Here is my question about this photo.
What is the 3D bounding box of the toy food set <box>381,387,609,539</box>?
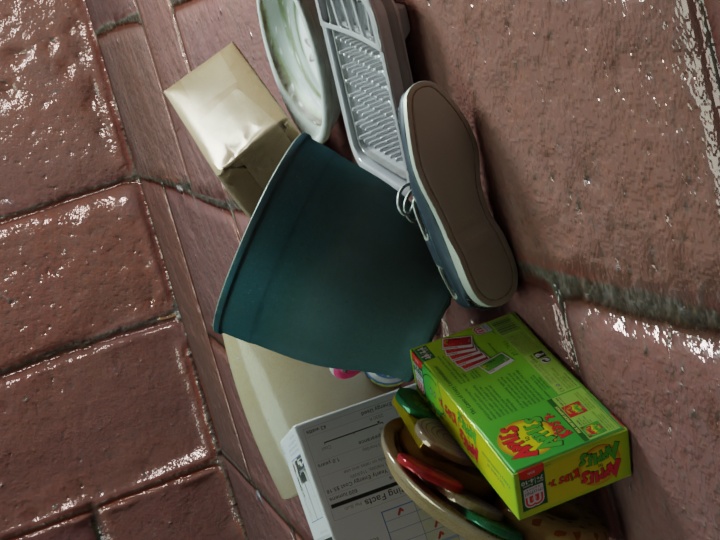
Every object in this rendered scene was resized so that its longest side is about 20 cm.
[{"bbox_3d":[0.105,0.177,1.282,0.049,0.197,0.200,-61,27,16],"label":"toy food set"}]

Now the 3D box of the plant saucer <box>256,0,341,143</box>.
[{"bbox_3d":[-0.054,-0.235,1.596,0.200,0.050,0.201,161,90,-75],"label":"plant saucer"}]

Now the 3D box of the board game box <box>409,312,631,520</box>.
[{"bbox_3d":[0.128,0.114,1.242,0.200,0.101,0.048,-130,25,-56],"label":"board game box"}]

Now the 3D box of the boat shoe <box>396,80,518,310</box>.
[{"bbox_3d":[0.074,-0.062,1.289,0.062,0.075,0.201,-11,106,59],"label":"boat shoe"}]

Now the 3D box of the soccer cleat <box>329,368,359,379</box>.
[{"bbox_3d":[0.009,0.015,1.522,0.086,0.070,0.201,45,123,31],"label":"soccer cleat"}]

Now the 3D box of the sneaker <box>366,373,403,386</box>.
[{"bbox_3d":[0.007,0.026,1.655,0.201,0.074,0.082,59,164,13],"label":"sneaker"}]

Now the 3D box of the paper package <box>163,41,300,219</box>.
[{"bbox_3d":[-0.113,-0.132,1.729,0.191,0.103,0.200,53,180,-44],"label":"paper package"}]

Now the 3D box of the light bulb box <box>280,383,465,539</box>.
[{"bbox_3d":[0.049,0.222,1.477,0.125,0.197,0.201,123,129,-74],"label":"light bulb box"}]

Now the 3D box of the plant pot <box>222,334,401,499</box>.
[{"bbox_3d":[-0.066,0.123,1.717,0.201,0.187,0.187,56,166,-1],"label":"plant pot"}]

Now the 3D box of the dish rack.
[{"bbox_3d":[0.017,-0.179,1.415,0.172,0.043,0.201,-142,36,-64],"label":"dish rack"}]

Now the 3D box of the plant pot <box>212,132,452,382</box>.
[{"bbox_3d":[-0.008,0.003,1.379,0.187,0.201,0.200,24,156,3],"label":"plant pot"}]
